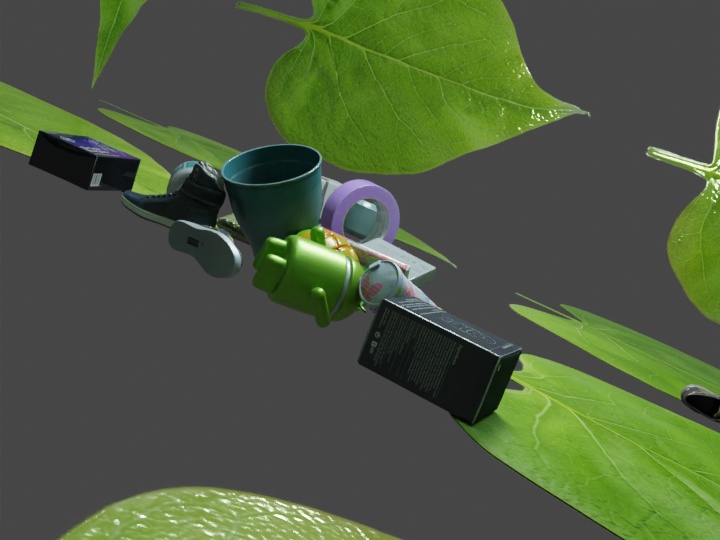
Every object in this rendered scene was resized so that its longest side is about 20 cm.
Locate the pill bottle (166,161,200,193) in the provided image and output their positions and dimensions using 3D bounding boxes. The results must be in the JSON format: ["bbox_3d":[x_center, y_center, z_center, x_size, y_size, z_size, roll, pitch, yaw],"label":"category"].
[{"bbox_3d":[-0.369,-0.180,1.870,0.109,0.112,0.200,20,10,-14],"label":"pill bottle"}]

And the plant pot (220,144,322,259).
[{"bbox_3d":[-0.164,-0.124,1.683,0.196,0.191,0.201,-4,29,2],"label":"plant pot"}]

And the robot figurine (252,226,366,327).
[{"bbox_3d":[-0.079,0.014,1.417,0.198,0.116,0.177,21,36,-21],"label":"robot figurine"}]

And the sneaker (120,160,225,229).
[{"bbox_3d":[-0.357,-0.155,1.650,0.200,0.148,0.077,22,10,6],"label":"sneaker"}]

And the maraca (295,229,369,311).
[{"bbox_3d":[-0.049,-0.002,1.621,0.199,0.107,0.138,33,49,-10],"label":"maraca"}]

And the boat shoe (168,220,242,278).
[{"bbox_3d":[-0.244,-0.039,1.468,0.090,0.072,0.199,7,15,-46],"label":"boat shoe"}]

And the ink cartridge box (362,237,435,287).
[{"bbox_3d":[0.037,0.001,1.933,0.198,0.041,0.198,-20,36,-38],"label":"ink cartridge box"}]

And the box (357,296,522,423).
[{"bbox_3d":[0.121,0.128,1.274,0.198,0.109,0.148,25,9,22],"label":"box"}]

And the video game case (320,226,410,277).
[{"bbox_3d":[0.000,0.000,1.715,0.198,0.144,0.018,24,54,12],"label":"video game case"}]

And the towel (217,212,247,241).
[{"bbox_3d":[-0.214,-0.074,1.872,0.197,0.037,0.148,24,10,2],"label":"towel"}]

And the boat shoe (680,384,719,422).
[{"bbox_3d":[0.859,0.336,2.018,0.197,0.076,0.073,17,16,23],"label":"boat shoe"}]

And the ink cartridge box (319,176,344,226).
[{"bbox_3d":[-0.134,-0.198,2.442,0.198,0.146,0.083,12,13,-48],"label":"ink cartridge box"}]

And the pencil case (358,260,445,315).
[{"bbox_3d":[0.077,0.061,1.434,0.082,0.092,0.200,-13,-33,28],"label":"pencil case"}]

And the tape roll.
[{"bbox_3d":[0.000,-0.125,2.159,0.198,0.203,0.065,16,9,-33],"label":"tape roll"}]

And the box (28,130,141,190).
[{"bbox_3d":[-0.570,-0.227,1.772,0.139,0.080,0.200,21,9,8],"label":"box"}]

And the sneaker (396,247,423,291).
[{"bbox_3d":[0.115,0.003,2.112,0.114,0.076,0.200,25,14,12],"label":"sneaker"}]

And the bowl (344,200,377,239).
[{"bbox_3d":[0.006,-0.160,2.690,0.198,0.106,0.201,22,9,-4],"label":"bowl"}]
